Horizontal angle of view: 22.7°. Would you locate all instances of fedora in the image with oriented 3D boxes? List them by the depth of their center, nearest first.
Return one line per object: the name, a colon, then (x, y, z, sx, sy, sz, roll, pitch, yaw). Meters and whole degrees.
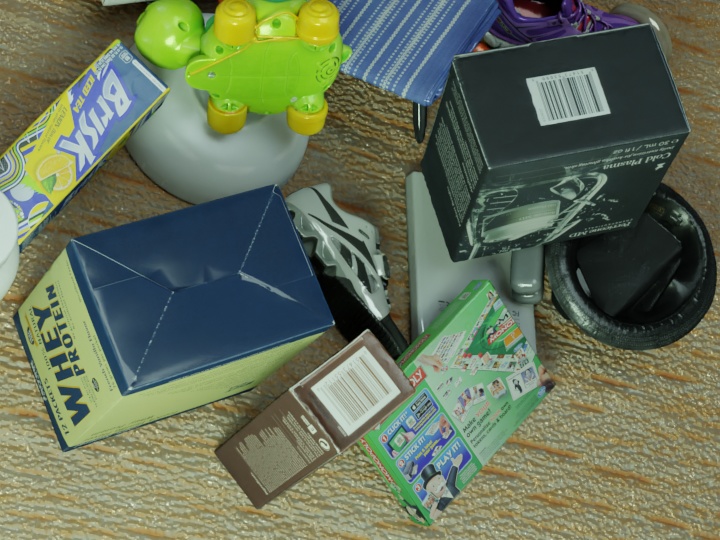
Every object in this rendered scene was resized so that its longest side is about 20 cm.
fedora: (0.262, 0.001, 1.823, 0.200, 0.092, 0.201, 7, 70, -19)

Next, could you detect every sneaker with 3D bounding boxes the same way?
sneaker: (0.000, 0.000, 1.710, 0.088, 0.074, 0.200, -34, 88, -30)
sneaker: (0.218, -0.248, 1.835, 0.199, 0.083, 0.081, 11, 64, -15)

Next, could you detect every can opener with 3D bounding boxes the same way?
can opener: (0.155, -0.065, 1.803, 0.067, 0.053, 0.201, 1, 67, 9)

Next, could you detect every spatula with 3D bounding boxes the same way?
spatula: (0.067, -0.225, 1.798, 0.020, 0.201, 0.057, 8, 20, 6)

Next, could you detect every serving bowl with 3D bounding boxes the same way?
serving bowl: (-0.133, -0.163, 1.717, 0.199, 0.066, 0.201, 9, 68, -22)

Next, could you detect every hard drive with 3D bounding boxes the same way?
hard drive: (0.110, 0.006, 1.788, 0.131, 0.027, 0.201, 8, 68, -23)

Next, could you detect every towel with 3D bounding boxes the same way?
towel: (0.018, -0.240, 1.720, 0.199, 0.024, 0.145, 24, 64, 22)

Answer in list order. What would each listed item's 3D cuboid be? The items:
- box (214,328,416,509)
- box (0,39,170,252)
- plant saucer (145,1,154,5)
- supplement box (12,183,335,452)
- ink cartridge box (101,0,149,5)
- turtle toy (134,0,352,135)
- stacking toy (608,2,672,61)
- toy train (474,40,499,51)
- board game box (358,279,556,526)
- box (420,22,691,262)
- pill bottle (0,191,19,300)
box: (-0.042, 0.132, 1.564, 0.100, 0.200, 0.075, -37, 86, -32)
box: (-0.264, -0.111, 1.606, 0.070, 0.064, 0.200, 43, 74, -4)
plant saucer: (-0.158, -0.326, 1.789, 0.070, 0.019, 0.200, 40, 57, 12)
supplement box: (-0.165, 0.043, 1.540, 0.199, 0.200, 0.135, -17, 78, -29)
ink cartridge box: (-0.170, -0.340, 1.720, 0.199, 0.084, 0.146, -10, 52, -21)
turtle toy: (-0.106, -0.206, 1.638, 0.199, 0.146, 0.101, 0, 47, -10)
stacking toy: (0.242, -0.199, 1.909, 0.200, 0.085, 0.085, -42, 91, -24)
toy train: (0.124, -0.261, 1.887, 0.150, 0.056, 0.201, 13, 62, -19)
board game box: (0.087, 0.123, 1.691, 0.200, 0.029, 0.135, -44, 113, -26)
box: (0.177, -0.118, 1.684, 0.199, 0.197, 0.124, -11, 68, -12)
pill bottle: (-0.344, -0.003, 1.474, 0.111, 0.200, 0.112, 9, 66, -22)
